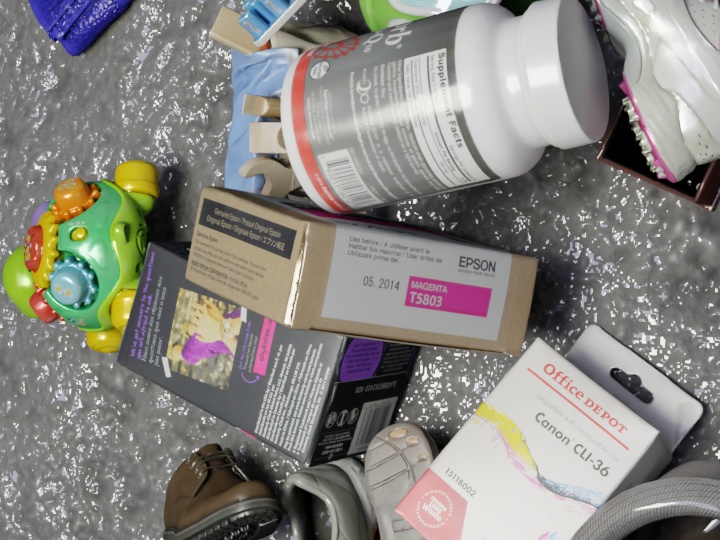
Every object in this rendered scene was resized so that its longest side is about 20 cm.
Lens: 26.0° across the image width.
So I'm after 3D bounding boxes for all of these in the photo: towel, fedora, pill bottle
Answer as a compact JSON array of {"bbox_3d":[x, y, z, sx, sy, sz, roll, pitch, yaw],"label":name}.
[{"bbox_3d":[-0.227,-0.306,1.367,0.200,0.049,0.149,-39,71,24],"label":"towel"},{"bbox_3d":[0.222,0.202,1.043,0.175,0.090,0.201,25,123,4],"label":"fedora"},{"bbox_3d":[0.056,-0.111,1.032,0.198,0.116,0.117,-11,83,27],"label":"pill bottle"}]

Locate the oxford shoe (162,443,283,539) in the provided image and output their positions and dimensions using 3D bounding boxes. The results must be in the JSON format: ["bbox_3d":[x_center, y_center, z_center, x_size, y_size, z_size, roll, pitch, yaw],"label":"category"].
[{"bbox_3d":[-0.118,0.178,1.235,0.200,0.072,0.086,-25,67,62],"label":"oxford shoe"}]

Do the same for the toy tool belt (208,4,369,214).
[{"bbox_3d":[-0.068,-0.099,1.216,0.124,0.122,0.203,1,89,57],"label":"toy tool belt"}]

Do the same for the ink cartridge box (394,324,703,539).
[{"bbox_3d":[0.134,0.132,1.088,0.116,0.068,0.200,38,84,28],"label":"ink cartridge box"}]

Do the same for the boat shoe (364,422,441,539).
[{"bbox_3d":[0.053,0.216,1.172,0.074,0.073,0.203,-8,78,25],"label":"boat shoe"}]

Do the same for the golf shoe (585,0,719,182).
[{"bbox_3d":[0.199,-0.161,1.013,0.091,0.075,0.202,-21,80,13],"label":"golf shoe"}]

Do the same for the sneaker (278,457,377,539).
[{"bbox_3d":[-0.012,0.243,1.199,0.075,0.092,0.202,-31,74,26],"label":"sneaker"}]

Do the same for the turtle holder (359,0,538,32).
[{"bbox_3d":[0.065,-0.198,1.119,0.185,0.141,0.132,-40,49,-7],"label":"turtle holder"}]

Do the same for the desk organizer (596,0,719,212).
[{"bbox_3d":[0.242,-0.148,1.064,0.071,0.077,0.202,30,104,28],"label":"desk organizer"}]

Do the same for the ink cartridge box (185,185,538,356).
[{"bbox_3d":[0.000,0.000,1.108,0.164,0.198,0.076,18,97,57],"label":"ink cartridge box"}]

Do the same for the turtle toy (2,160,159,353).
[{"bbox_3d":[-0.239,-0.007,1.319,0.200,0.100,0.148,-31,56,59],"label":"turtle toy"}]

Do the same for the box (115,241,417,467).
[{"bbox_3d":[-0.073,0.060,1.222,0.199,0.122,0.107,25,103,29],"label":"box"}]

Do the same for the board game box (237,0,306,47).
[{"bbox_3d":[-0.017,-0.280,1.172,0.026,0.201,0.200,38,113,-21],"label":"board game box"}]
